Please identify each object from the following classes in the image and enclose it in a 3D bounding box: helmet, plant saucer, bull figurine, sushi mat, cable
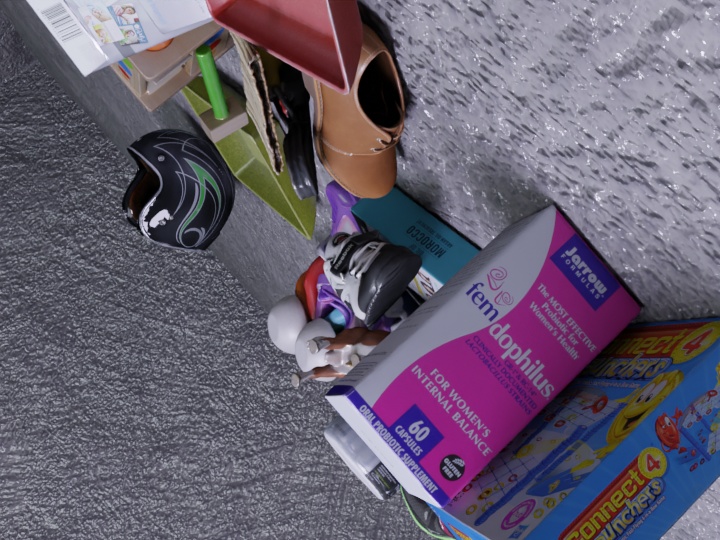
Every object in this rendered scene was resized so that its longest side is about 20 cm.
[{"bbox_3d":[-0.315,-0.144,1.521,0.199,0.192,0.200,17,-174,-2],"label":"helmet"},{"bbox_3d":[-0.136,-0.158,1.148,0.200,0.048,0.200,40,166,38],"label":"plant saucer"},{"bbox_3d":[-0.070,-0.239,0.586,0.200,0.037,0.200,39,154,44],"label":"plant saucer"},{"bbox_3d":[0.026,0.091,0.850,0.199,0.121,0.066,0,93,51],"label":"bull figurine"},{"bbox_3d":[-0.091,-0.154,0.747,0.200,0.012,0.096,-119,15,-63],"label":"sushi mat"},{"bbox_3d":[-0.066,-0.130,0.767,0.097,0.050,0.201,78,-176,-58],"label":"cable"}]

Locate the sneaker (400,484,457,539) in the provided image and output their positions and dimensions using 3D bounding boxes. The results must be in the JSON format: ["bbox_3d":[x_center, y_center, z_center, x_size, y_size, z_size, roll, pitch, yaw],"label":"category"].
[{"bbox_3d":[0.114,0.252,0.913,0.200,0.077,0.084,28,141,50],"label":"sneaker"}]

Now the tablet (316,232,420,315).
[{"bbox_3d":[0.029,0.032,1.071,0.200,0.014,0.130,50,-158,-4],"label":"tablet"}]

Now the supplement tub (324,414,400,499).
[{"bbox_3d":[0.062,0.186,1.141,0.123,0.200,0.123,45,168,13],"label":"supplement tub"}]

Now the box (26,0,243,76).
[{"bbox_3d":[-0.191,-0.260,0.714,0.199,0.041,0.156,-14,129,26],"label":"box"}]

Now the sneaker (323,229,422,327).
[{"bbox_3d":[0.000,0.000,0.824,0.089,0.074,0.200,46,168,4],"label":"sneaker"}]

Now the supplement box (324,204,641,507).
[{"bbox_3d":[0.085,0.060,0.636,0.101,0.200,0.103,48,168,-1],"label":"supplement box"}]

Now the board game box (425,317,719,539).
[{"bbox_3d":[0.151,0.118,0.582,0.056,0.196,0.200,49,168,-2],"label":"board game box"}]

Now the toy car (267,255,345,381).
[{"bbox_3d":[-0.022,0.053,1.210,0.200,0.174,0.151,34,125,54],"label":"toy car"}]

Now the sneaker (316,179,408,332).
[{"bbox_3d":[-0.012,-0.003,0.974,0.080,0.088,0.201,106,147,-82],"label":"sneaker"}]

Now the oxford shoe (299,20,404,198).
[{"bbox_3d":[0.006,-0.114,0.706,0.071,0.071,0.200,37,163,28],"label":"oxford shoe"}]

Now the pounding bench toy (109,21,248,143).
[{"bbox_3d":[-0.178,-0.230,0.874,0.200,0.124,0.156,50,168,-7],"label":"pounding bench toy"}]

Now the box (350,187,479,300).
[{"bbox_3d":[0.078,-0.001,0.842,0.200,0.049,0.082,41,167,35],"label":"box"}]
